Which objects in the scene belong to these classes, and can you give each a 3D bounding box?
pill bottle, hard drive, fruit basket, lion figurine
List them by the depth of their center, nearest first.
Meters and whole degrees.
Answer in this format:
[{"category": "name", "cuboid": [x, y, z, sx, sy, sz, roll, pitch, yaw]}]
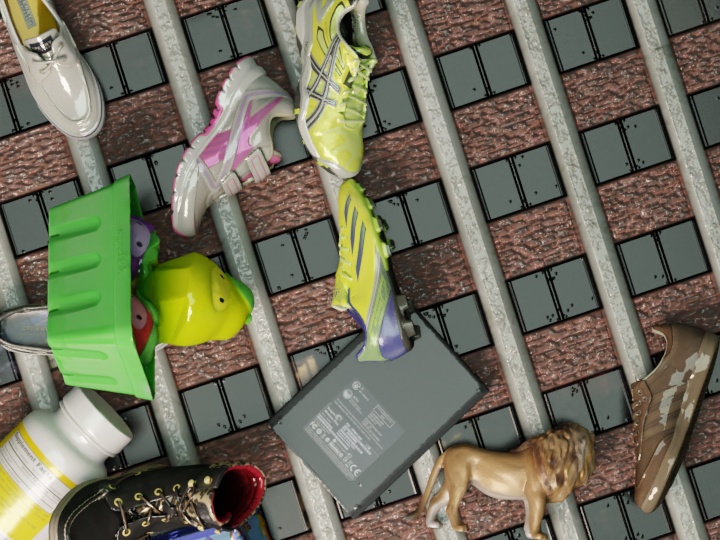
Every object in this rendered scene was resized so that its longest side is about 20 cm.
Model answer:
[{"category": "fruit basket", "cuboid": [-0.210, 0.021, 1.694, 0.213, 0.156, 0.218, -2, 58, 3]}, {"category": "pill bottle", "cuboid": [-0.333, 0.216, 1.732, 0.200, 0.111, 0.111, -45, 90, -1]}, {"category": "lion figurine", "cuboid": [0.147, 0.216, 1.755, 0.197, 0.072, 0.124, 4, 82, 4]}, {"category": "hard drive", "cuboid": [0.019, 0.144, 1.773, 0.200, 0.033, 0.140, -43, 89, 0]}]

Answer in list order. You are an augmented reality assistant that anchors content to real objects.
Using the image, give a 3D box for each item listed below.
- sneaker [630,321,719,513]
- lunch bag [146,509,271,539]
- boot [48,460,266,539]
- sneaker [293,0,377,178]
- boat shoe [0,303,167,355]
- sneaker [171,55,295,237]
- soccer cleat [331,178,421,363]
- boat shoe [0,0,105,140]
[{"category": "sneaker", "cuboid": [0.316, 0.153, 1.767, 0.075, 0.070, 0.202, 20, 86, 19]}, {"category": "lunch bag", "cuboid": [-0.182, 0.352, 1.754, 0.198, 0.094, 0.152, -19, 90, 16]}, {"category": "boot", "cuboid": [-0.201, 0.238, 1.668, 0.149, 0.199, 0.074, -7, 94, 33]}, {"category": "sneaker", "cuboid": [-0.022, -0.198, 1.745, 0.075, 0.076, 0.203, -8, 92, -44]}, {"category": "boat shoe", "cuboid": [-0.291, 0.063, 1.761, 0.197, 0.057, 0.070, -3, 89, 0]}, {"category": "sneaker", "cuboid": [-0.132, -0.120, 1.752, 0.088, 0.081, 0.202, 28, 90, 2]}, {"category": "soccer cleat", "cuboid": [0.000, 0.000, 1.743, 0.083, 0.065, 0.202, -20, 73, 10]}, {"category": "boat shoe", "cuboid": [-0.330, -0.232, 1.758, 0.070, 0.070, 0.202, -23, 89, -1]}]
